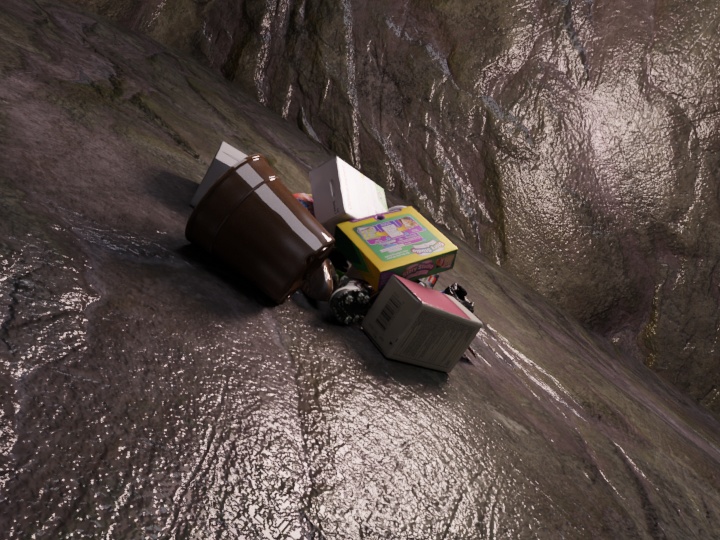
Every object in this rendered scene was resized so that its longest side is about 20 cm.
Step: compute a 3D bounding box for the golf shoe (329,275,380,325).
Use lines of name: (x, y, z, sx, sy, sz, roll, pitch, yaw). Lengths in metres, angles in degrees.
golf shoe: (-0.021, 0.053, 1.192, 0.088, 0.078, 0.200, 35, 12, 21)

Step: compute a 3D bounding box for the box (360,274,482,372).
box: (0.123, 0.108, 1.207, 0.199, 0.128, 0.109, 20, 18, -42)

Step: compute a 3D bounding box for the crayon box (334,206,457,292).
crayon box: (0.072, -0.049, 1.266, 0.199, 0.059, 0.173, -16, 45, -29)

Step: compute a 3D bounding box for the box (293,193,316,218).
box: (-0.153, -0.100, 1.333, 0.099, 0.096, 0.200, 36, 22, 13)

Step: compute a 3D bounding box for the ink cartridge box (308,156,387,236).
ink cartridge box: (-0.020, -0.144, 1.374, 0.200, 0.084, 0.146, 25, 49, -53)

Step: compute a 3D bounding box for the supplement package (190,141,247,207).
supplement package: (-0.285, -0.190, 1.338, 0.116, 0.118, 0.200, 29, 15, -18)

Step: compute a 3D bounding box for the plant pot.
plant pot: (-0.163, -0.062, 1.063, 0.198, 0.201, 0.200, 41, 15, 4)

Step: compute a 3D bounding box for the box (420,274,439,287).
box: (0.137, -0.007, 1.524, 0.110, 0.035, 0.200, 30, 5, 1)

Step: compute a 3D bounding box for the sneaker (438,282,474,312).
sneaker: (0.213, 0.069, 1.562, 0.076, 0.112, 0.200, 19, 20, -42)

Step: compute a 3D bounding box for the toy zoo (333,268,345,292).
toy zoo: (0.021, 0.064, 1.353, 0.199, 0.021, 0.131, 27, 15, -23)

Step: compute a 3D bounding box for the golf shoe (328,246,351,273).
golf shoe: (0.000, 0.000, 1.424, 0.199, 0.073, 0.092, 25, 18, 16)

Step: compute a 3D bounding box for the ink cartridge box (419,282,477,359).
ink cartridge box: (0.187, 0.129, 1.397, 0.200, 0.050, 0.109, 53, 1, -33)

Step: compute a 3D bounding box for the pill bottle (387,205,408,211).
pill bottle: (0.094, -0.106, 1.552, 0.112, 0.113, 0.200, 32, 4, -3)

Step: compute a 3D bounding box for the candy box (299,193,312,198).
candy box: (-0.055, -0.152, 1.532, 0.115, 0.056, 0.199, 22, 14, 31)

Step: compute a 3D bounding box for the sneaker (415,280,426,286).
sneaker: (0.085, 0.028, 1.521, 0.111, 0.073, 0.200, 26, 7, -22)

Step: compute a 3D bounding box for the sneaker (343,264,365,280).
sneaker: (0.071, 0.025, 1.312, 0.200, 0.116, 0.074, 38, 13, 11)

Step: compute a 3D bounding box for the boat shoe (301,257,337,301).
boat shoe: (-0.078, 0.007, 1.227, 0.071, 0.076, 0.200, 28, 16, -24)
